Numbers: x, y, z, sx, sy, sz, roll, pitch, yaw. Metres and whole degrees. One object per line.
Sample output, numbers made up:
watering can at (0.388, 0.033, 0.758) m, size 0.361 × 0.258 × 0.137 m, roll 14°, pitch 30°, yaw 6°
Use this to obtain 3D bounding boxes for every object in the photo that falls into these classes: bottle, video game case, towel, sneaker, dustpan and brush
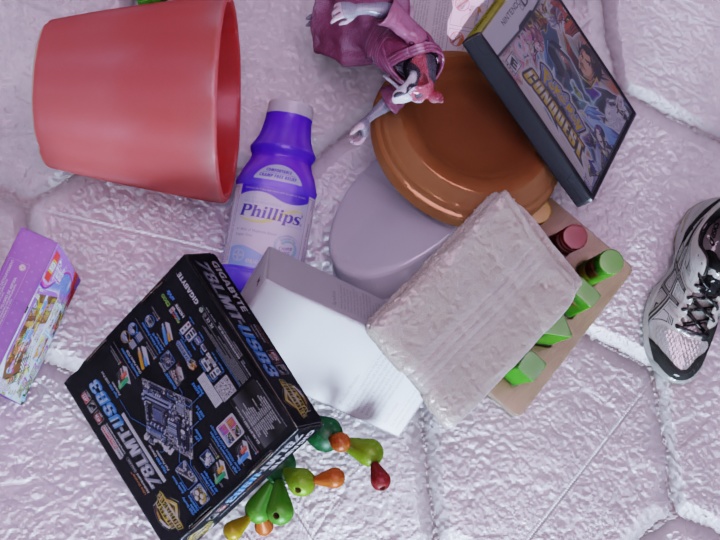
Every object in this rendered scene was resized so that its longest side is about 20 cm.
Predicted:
bottle at (-0.086, -0.069, 1.450) m, size 0.083 × 0.065 × 0.201 m, roll 11°, pitch 80°, yaw -5°
video game case at (0.194, -0.189, 1.450) m, size 0.200 × 0.025 × 0.181 m, roll 53°, pitch 39°, yaw -15°
towel at (0.108, 0.033, 1.365) m, size 0.200 × 0.034 × 0.133 m, roll -44°, pitch 103°, yaw -15°
sneaker at (0.345, 0.016, 1.489) m, size 0.075 × 0.088 × 0.201 m, roll 16°, pitch 81°, yaw -7°
dustpan and brush at (0.000, 0.000, 1.446) m, size 0.200 × 0.057 × 0.139 m, roll -46°, pitch 54°, yaw -10°

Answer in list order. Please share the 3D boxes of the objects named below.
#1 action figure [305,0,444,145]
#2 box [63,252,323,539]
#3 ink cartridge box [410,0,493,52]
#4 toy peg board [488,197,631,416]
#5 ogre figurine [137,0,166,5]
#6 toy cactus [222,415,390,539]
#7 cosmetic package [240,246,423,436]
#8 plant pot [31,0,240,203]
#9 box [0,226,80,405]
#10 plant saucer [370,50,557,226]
action figure at (0.032, -0.215, 1.396) m, size 0.148 × 0.135 × 0.200 m, roll -21°, pitch 47°, yaw -24°
box at (-0.158, 0.121, 1.345) m, size 0.199 × 0.050 × 0.200 m, roll -45°, pitch 69°, yaw 26°
ink cartridge box at (0.067, -0.290, 1.507) m, size 0.199 × 0.050 × 0.162 m, roll 9°, pitch 89°, yaw -12°
toy peg board at (0.151, 0.005, 1.457) m, size 0.199 × 0.098 × 0.200 m, roll 40°, pitch 78°, yaw -1°
ogre figurine at (-0.177, -0.366, 1.468) m, size 0.200 × 0.098 × 0.120 m, roll -40°, pitch 100°, yaw 0°
toy cactus at (-0.074, 0.169, 1.408) m, size 0.199 × 0.102 × 0.166 m, roll -17°, pitch 58°, yaw 14°
cosmetic package at (-0.025, 0.069, 1.395) m, size 0.199 × 0.074 × 0.102 m, roll 27°, pitch 114°, yaw -15°
plant pot at (-0.211, -0.166, 1.396) m, size 0.176 × 0.200 × 0.202 m, roll 1°, pitch 81°, yaw 2°
box at (-0.310, 0.047, 1.332) m, size 0.039 × 0.200 × 0.138 m, roll 24°, pitch 79°, yaw -1°
plant saucer at (0.109, -0.136, 1.431) m, size 0.199 × 0.037 × 0.201 m, roll 7°, pitch 61°, yaw -13°
